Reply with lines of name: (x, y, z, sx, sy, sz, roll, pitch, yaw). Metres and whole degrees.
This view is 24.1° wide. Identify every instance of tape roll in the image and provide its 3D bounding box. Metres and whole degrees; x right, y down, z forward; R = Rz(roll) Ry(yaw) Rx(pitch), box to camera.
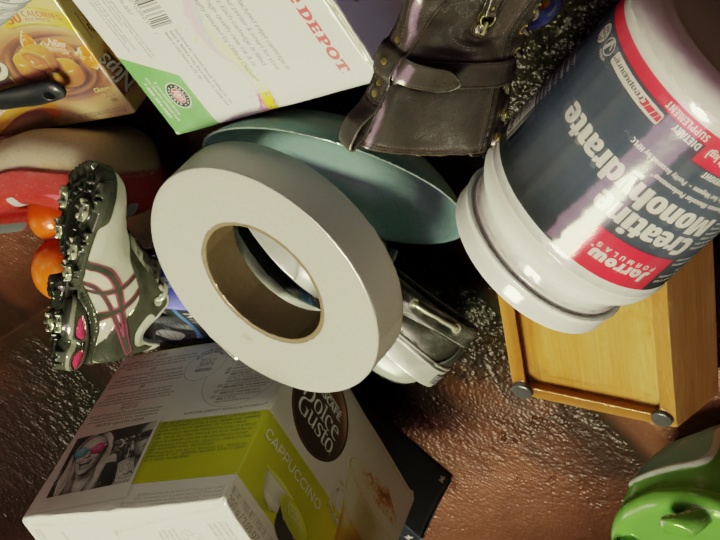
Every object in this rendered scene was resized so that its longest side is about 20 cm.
tape roll: (-0.061, 0.000, 1.203, 0.202, 0.037, 0.203, 25, 141, 22)

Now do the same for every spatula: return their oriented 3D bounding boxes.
spatula: (-0.294, -0.123, 1.304, 0.199, 0.021, 0.056, -12, 140, 39)

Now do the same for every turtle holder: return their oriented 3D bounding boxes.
turtle holder: (0.274, 0.176, 1.266, 0.140, 0.132, 0.186, 27, 142, 6)

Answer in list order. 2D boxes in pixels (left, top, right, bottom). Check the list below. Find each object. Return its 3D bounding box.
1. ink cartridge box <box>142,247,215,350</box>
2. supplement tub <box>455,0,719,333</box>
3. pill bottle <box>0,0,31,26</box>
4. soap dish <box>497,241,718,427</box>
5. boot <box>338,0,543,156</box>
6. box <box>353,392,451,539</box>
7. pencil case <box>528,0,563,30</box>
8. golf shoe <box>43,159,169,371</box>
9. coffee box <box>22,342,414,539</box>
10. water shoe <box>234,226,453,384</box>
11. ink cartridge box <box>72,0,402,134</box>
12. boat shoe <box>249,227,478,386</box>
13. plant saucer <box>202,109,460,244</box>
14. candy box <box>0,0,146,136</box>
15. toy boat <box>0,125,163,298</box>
ink cartridge box: (-0.137, 0.030, 1.371, 0.099, 0.039, 0.200, 4, 162, 11)
supplement tub: (0.164, -0.069, 1.017, 0.140, 0.141, 0.200, 36, 125, -8)
pill bottle: (-0.274, -0.223, 1.165, 0.200, 0.114, 0.113, -32, 113, 31)
soap dish: (0.171, 0.021, 1.200, 0.157, 0.081, 0.201, 11, 140, 23)
boot: (0.084, -0.148, 0.966, 0.069, 0.199, 0.175, 49, 138, 45)
box: (-0.041, 0.170, 1.519, 0.200, 0.079, 0.141, 41, 139, -14)
pencil case: (0.060, -0.230, 0.993, 0.087, 0.078, 0.201, 42, 161, 49)
golf shoe: (-0.184, -0.007, 1.253, 0.088, 0.077, 0.200, -2, 140, -17)
coffee box: (-0.106, 0.191, 1.362, 0.199, 0.198, 0.200, -11, 124, 31)
water shoe: (-0.014, 0.004, 1.334, 0.200, 0.072, 0.079, 36, 115, -4)
ink cartridge box: (-0.078, -0.186, 1.127, 0.199, 0.088, 0.146, -9, 129, 42)
boat shoe: (0.000, 0.000, 1.264, 0.200, 0.071, 0.064, 40, 104, -7)
plant saucer: (-0.014, -0.075, 1.214, 0.200, 0.039, 0.201, 16, 166, 4)
candy box: (-0.261, -0.167, 1.296, 0.199, 0.055, 0.116, -4, 131, 38)
toy boat: (-0.241, -0.041, 1.339, 0.199, 0.130, 0.132, -13, 88, 43)
